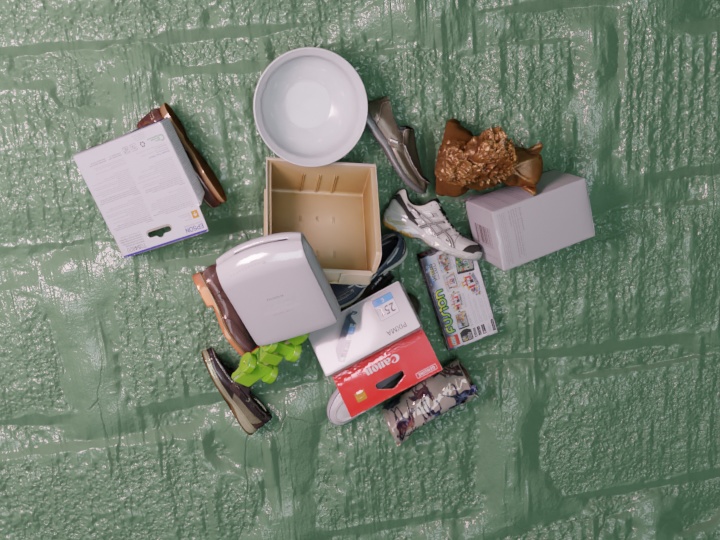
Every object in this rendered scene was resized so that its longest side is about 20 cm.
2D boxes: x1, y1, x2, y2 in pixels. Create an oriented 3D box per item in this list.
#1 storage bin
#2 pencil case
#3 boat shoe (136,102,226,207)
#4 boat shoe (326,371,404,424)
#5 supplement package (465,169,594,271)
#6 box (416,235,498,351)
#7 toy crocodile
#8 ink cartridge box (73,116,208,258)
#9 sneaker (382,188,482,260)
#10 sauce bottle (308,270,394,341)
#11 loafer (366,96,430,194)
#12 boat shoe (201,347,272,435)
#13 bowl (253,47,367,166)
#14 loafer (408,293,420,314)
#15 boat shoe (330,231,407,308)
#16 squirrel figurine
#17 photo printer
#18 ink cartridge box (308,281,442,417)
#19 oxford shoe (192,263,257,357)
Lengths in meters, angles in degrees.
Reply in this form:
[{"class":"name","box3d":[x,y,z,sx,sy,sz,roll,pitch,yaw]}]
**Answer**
[{"class":"storage bin","box3d":[-0.071,-0.084,1.538,0.196,0.202,0.094,3,150,-11]},{"class":"pencil case","box3d":[0.135,0.263,1.732,0.198,0.078,0.090,-32,89,0]},{"class":"boat shoe","box3d":[-0.313,-0.192,1.537,0.070,0.070,0.201,-32,101,5]},{"class":"boat shoe","box3d":[0.018,0.237,1.712,0.199,0.066,0.072,-36,108,2]},{"class":"supplement package","box3d":[0.315,-0.096,1.625,0.197,0.117,0.119,-20,109,-13]},{"class":"box","box3d":[0.189,0.045,1.702,0.108,0.035,0.203,-19,108,-3]},{"class":"toy crocodile","box3d":[-0.164,0.148,1.580,0.067,0.062,0.200,24,131,-30]},{"class":"ink cartridge box","box3d":[-0.372,-0.140,1.514,0.197,0.041,0.203,-14,109,23]},{"class":"sneaker","box3d":[0.142,-0.086,1.619,0.197,0.076,0.089,24,92,2]},{"class":"sauce bottle","box3d":[-0.013,0.074,1.661,0.065,0.065,0.200,40,95,-17]},{"class":"loafer","box3d":[0.074,-0.228,1.584,0.069,0.075,0.201,-34,108,6]},{"class":"boat shoe","box3d":[-0.235,0.221,1.668,0.064,0.073,0.202,-30,118,-5]},{"class":"bowl","box3d":[-0.090,-0.289,1.532,0.197,0.090,0.205,-2,107,-8]},{"class":"loafer","box3d":[0.032,0.121,1.662,0.075,0.070,0.201,37,91,19]},{"class":"boat shoe","box3d":[0.000,0.000,1.612,0.198,0.062,0.075,-32,65,1]},{"class":"squirrel figurine","box3d":[0.230,-0.186,1.547,0.183,0.200,0.144,12,98,9]},{"class":"photo printer","box3d":[-0.138,0.026,1.452,0.164,0.070,0.201,-16,133,7]},{"class":"ink cartridge box","box3d":[0.025,0.145,1.593,0.198,0.045,0.178,-28,79,7]},{"class":"oxford shoe","box3d":[-0.233,0.080,1.625,0.072,0.071,0.202,-30,108,-5]}]
